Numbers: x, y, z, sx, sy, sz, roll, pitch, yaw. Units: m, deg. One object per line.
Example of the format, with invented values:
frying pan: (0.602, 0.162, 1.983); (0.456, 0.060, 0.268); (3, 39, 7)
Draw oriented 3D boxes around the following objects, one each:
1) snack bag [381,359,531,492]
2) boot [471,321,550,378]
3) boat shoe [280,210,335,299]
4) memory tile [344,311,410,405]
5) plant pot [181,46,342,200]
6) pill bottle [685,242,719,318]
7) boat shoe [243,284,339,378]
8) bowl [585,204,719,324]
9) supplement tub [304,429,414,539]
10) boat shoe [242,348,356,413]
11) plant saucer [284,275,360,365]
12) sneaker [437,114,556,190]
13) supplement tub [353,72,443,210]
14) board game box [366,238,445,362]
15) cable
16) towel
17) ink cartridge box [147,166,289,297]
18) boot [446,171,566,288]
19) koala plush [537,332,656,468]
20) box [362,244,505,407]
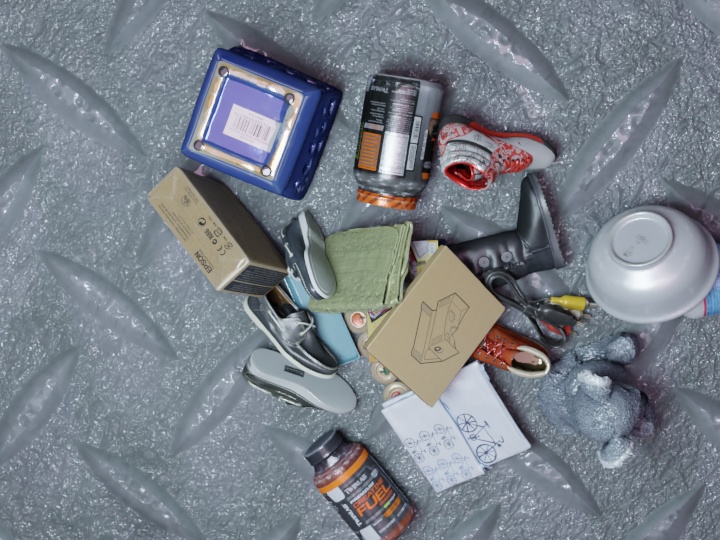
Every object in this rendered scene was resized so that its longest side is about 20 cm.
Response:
snack bag: (0.162, 0.265, 1.462); (0.200, 0.021, 0.189); (-28, 100, 23)
boot: (0.217, 0.120, 1.417); (0.200, 0.107, 0.075); (19, 96, 3)
boat shoe: (-0.088, -0.014, 1.394); (0.060, 0.200, 0.076); (-33, 123, 15)
memory tile: (0.075, 0.125, 1.479); (0.153, 0.017, 0.200); (-26, 95, 9)
plant pot: (-0.158, -0.229, 1.361); (0.200, 0.180, 0.200); (23, 100, 2)
pill bottle: (0.554, 0.014, 1.366); (0.200, 0.109, 0.109); (-13, 98, 7)
boat shoe: (-0.108, 0.098, 1.447); (0.200, 0.072, 0.068); (45, 120, 8)
bowl: (0.432, -0.027, 1.324); (0.201, 0.201, 0.090); (-31, 139, 10)
supplement tub: (-0.007, 0.367, 1.481); (0.107, 0.107, 0.200); (-39, 94, 10)
boat shoe: (-0.104, 0.197, 1.489); (0.200, 0.071, 0.064); (26, 134, -7)
plant saucer: (-0.068, 0.068, 1.478); (0.070, 0.019, 0.200); (-22, 95, 17)
sneaker: (0.212, -0.164, 1.350); (0.201, 0.108, 0.067); (15, 145, -16)
supplement tub: (0.056, -0.202, 1.373); (0.122, 0.123, 0.200); (10, 101, 4)
board game box: (0.075, 0.051, 1.418); (0.135, 0.035, 0.200); (-1, 94, 28)
cable: (0.282, 0.060, 1.423); (0.200, 0.050, 0.097); (23, 117, -6)
towel: (0.000, 0.000, 1.378); (0.036, 0.200, 0.149); (31, 64, -38)
ink cartridge box: (-0.219, -0.056, 1.375); (0.075, 0.165, 0.200); (-42, 73, 10)
boot: (0.213, -0.053, 1.417); (0.200, 0.066, 0.165); (-17, 95, 13)
koala plush: (0.376, 0.213, 1.370); (0.183, 0.200, 0.178); (-14, 98, 8)
box: (0.117, 0.087, 1.347); (0.163, 0.021, 0.200); (43, 78, -27)
